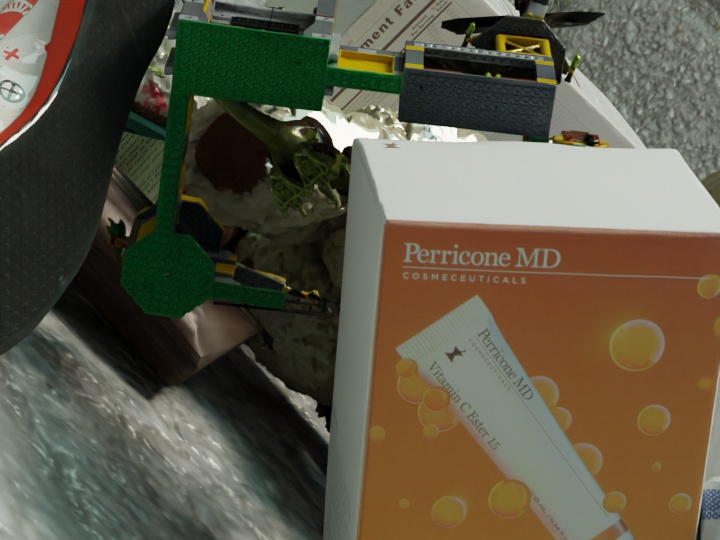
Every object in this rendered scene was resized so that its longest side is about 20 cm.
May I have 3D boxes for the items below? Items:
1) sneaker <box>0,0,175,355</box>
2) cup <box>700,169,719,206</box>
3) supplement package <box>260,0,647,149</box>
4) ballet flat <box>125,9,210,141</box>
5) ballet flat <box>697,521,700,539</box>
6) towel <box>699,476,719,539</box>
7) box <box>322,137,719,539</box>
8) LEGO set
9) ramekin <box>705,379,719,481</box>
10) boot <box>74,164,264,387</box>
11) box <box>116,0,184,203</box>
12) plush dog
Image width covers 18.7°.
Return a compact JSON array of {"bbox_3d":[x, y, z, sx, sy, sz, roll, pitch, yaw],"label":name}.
[{"bbox_3d":[-0.150,-0.050,0.823,0.108,0.202,0.067,0,-34,33],"label":"sneaker"},{"bbox_3d":[0.232,0.019,1.134,0.143,0.200,0.200,25,16,-17],"label":"cup"},{"bbox_3d":[0.053,-0.100,1.227,0.200,0.114,0.110,41,12,-29],"label":"supplement package"},{"bbox_3d":[-0.113,-0.099,1.069,0.076,0.064,0.200,27,-5,-28],"label":"ballet flat"},{"bbox_3d":[0.092,0.100,1.066,0.200,0.067,0.064,27,1,35],"label":"ballet flat"},{"bbox_3d":[0.140,0.183,0.807,0.147,0.024,0.200,50,42,-67],"label":"towel"},{"bbox_3d":[0.055,0.061,0.798,0.124,0.200,0.097,2,20,-7],"label":"box"},{"bbox_3d":[-0.002,-0.053,0.877,0.200,0.154,0.116,0,24,2],"label":"LEGO set"},{"bbox_3d":[0.167,0.056,0.961,0.202,0.094,0.202,18,-1,0],"label":"ramekin"},{"bbox_3d":[-0.127,-0.041,0.985,0.200,0.064,0.186,43,15,-13],"label":"boot"},{"bbox_3d":[-0.051,-0.042,1.184,0.176,0.097,0.200,39,12,-31],"label":"box"},{"bbox_3d":[0.000,0.000,1.017,0.160,0.172,0.200,-35,91,-37],"label":"plush dog"}]
